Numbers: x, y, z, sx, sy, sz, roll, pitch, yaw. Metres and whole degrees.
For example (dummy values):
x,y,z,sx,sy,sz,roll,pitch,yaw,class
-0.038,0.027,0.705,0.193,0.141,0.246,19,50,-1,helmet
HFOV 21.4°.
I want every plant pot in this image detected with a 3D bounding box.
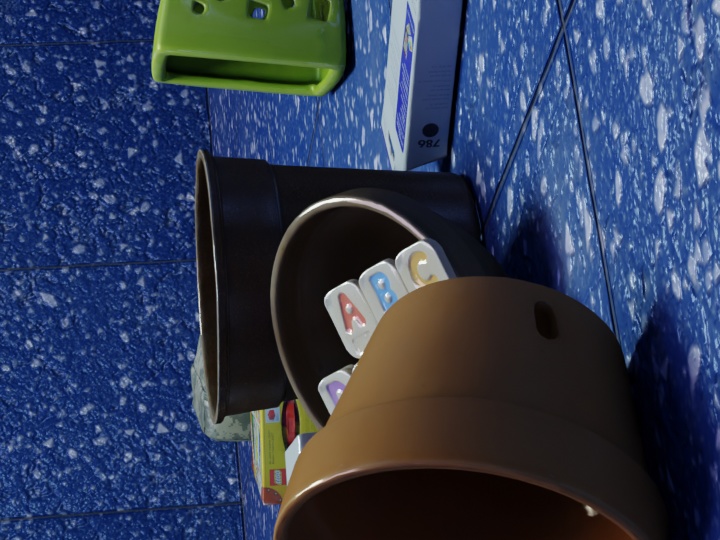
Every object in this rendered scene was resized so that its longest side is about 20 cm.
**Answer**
x,y,z,sx,sy,sz,roll,pitch,yaw,class
-0.018,0.008,1.412,0.200,0.196,0.202,178,90,-81,plant pot
0.040,0.035,1.261,0.200,0.092,0.202,24,125,39,plant pot
-0.115,-0.292,2.004,0.200,0.197,0.183,151,123,-81,plant pot
0.063,0.098,0.989,0.201,0.198,0.141,98,-178,-52,plant pot

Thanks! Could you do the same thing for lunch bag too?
x,y,z,sx,sy,sz,roll,pitch,yaw,class
-0.154,0.125,2.555,0.200,0.138,0.169,-129,36,-74,lunch bag

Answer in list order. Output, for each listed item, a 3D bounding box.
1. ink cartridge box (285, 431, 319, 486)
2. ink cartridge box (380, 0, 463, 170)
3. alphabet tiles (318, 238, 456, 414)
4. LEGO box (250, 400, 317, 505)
x,y,z,sx,sy,sz,roll,pitch,yaw,class
0.027,0.213,1.362,0.084,0.143,0.202,121,145,-72,ink cartridge box
0.046,-0.163,1.462,0.100,0.039,0.201,-103,14,-48,ink cartridge box
0.050,0.086,1.193,0.200,0.015,0.197,-29,86,50,alphabet tiles
-0.095,0.172,2.387,0.149,0.076,0.202,-127,34,-75,LEGO box
